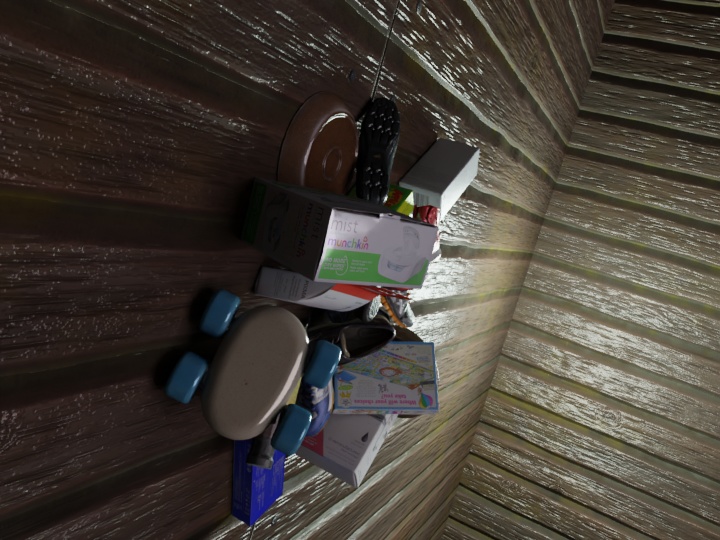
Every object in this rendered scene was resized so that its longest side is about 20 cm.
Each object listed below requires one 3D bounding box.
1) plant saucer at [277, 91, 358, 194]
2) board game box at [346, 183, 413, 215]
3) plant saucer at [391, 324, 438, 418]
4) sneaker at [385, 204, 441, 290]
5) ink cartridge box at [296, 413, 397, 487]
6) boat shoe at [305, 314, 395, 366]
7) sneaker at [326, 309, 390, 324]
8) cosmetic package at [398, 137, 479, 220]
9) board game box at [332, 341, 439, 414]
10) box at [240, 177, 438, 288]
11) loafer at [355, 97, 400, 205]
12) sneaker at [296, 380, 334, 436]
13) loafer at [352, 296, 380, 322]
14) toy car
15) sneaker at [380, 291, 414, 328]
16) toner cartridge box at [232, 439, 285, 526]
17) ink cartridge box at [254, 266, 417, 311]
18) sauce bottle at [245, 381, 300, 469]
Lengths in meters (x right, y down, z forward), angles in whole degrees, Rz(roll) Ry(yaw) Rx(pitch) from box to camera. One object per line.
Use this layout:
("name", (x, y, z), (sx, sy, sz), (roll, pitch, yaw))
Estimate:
("plant saucer", (-0.054, -0.166, 0.959), (0.200, 0.034, 0.202), (-45, 145, -45))
("board game box", (0.000, -0.071, 1.063), (0.200, 0.101, 0.048), (-54, 152, -34))
("plant saucer", (0.069, 0.212, 1.309), (0.029, 0.199, 0.202), (-14, 121, -53))
("sneaker", (0.088, -0.051, 1.113), (0.200, 0.078, 0.117), (-49, 142, -57))
("ink cartridge box", (-0.022, 0.290, 1.231), (0.201, 0.146, 0.083), (-55, 156, -32))
("boat shoe", (-0.035, 0.123, 1.062), (0.065, 0.198, 0.073), (-179, -105, -75))
("sneaker", (-0.018, 0.078, 1.170), (0.076, 0.078, 0.200), (-54, 152, -1))
("cosmetic package", (0.167, -0.195, 1.335), (0.200, 0.101, 0.075), (-47, 148, -40))
("board game box", (0.045, 0.203, 1.204), (0.034, 0.198, 0.136), (107, -16, -63))
("box", (-0.027, -0.051, 0.856), (0.199, 0.176, 0.098), (6, 105, -44))
("loafer", (0.023, -0.192, 1.050), (0.070, 0.067, 0.202), (130, -31, -69))
("sneaker", (-0.089, 0.193, 1.125), (0.088, 0.075, 0.202), (22, 79, -59))
("loafer", (0.000, 0.000, 1.095), (0.073, 0.071, 0.201), (82, 11, -55))
("toy car", (-0.148, 0.143, 0.883), (0.178, 0.183, 0.200), (-65, -175, -15))
("sneaker", (0.061, 0.028, 1.201), (0.077, 0.078, 0.201), (-32, 120, 0))
("toner cartridge box", (-0.169, 0.322, 1.067), (0.095, 0.043, 0.202), (-35, 138, -54))
("ink cartridge box", (-0.033, 0.040, 0.952), (0.162, 0.198, 0.058), (21, 84, -66))
("sauce bottle", (-0.131, 0.201, 0.979), (0.066, 0.065, 0.202), (57, 40, -61))
